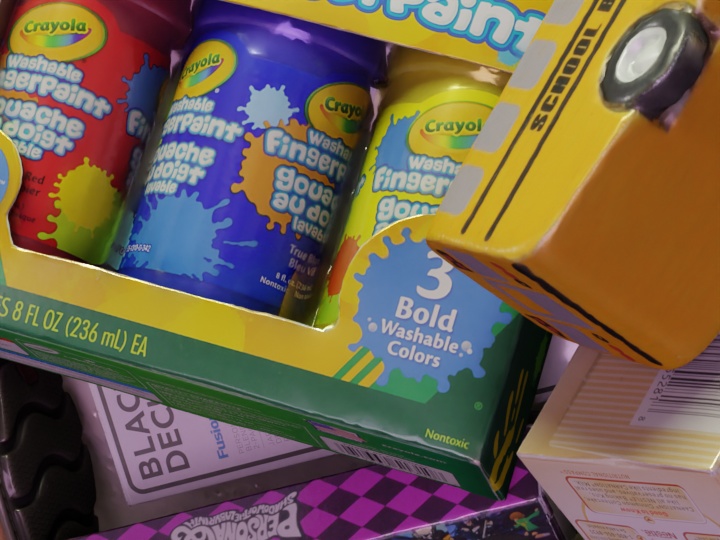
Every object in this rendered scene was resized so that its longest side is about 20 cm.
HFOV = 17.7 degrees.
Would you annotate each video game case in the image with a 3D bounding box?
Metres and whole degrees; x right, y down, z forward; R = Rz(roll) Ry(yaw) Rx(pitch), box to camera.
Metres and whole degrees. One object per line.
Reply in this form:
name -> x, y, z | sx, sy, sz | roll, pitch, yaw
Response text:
video game case -> -0.006, 0.140, 0.795 | 0.199, 0.036, 0.182 | -15, 135, 15

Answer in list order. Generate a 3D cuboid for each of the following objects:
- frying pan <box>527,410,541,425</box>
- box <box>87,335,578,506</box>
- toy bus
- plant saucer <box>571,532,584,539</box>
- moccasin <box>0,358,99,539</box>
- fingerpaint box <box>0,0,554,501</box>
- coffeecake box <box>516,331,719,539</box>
frying pan -> 0.035, 0.094, 0.819 | 0.114, 0.031, 0.190 | 6, 151, -24
box -> 0.000, 0.000, 0.797 | 0.199, 0.060, 0.117 | -14, 99, 14
toy bus -> 0.101, -0.075, 0.619 | 0.065, 0.078, 0.201 | 33, 82, -28
plant saucer -> 0.108, 0.133, 0.760 | 0.031, 0.199, 0.201 | 26, 110, 43
moccasin -> -0.158, 0.043, 0.833 | 0.077, 0.074, 0.202 | -25, 99, 23
fingerpaint box -> -0.030, -0.040, 0.707 | 0.199, 0.073, 0.168 | 15, 78, 12
coffeecake box -> 0.155, 0.059, 0.690 | 0.073, 0.154, 0.200 | 1, 140, 47
